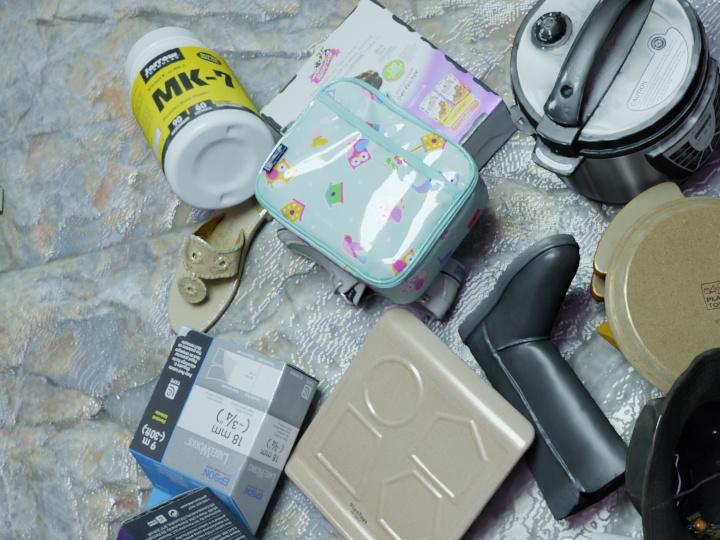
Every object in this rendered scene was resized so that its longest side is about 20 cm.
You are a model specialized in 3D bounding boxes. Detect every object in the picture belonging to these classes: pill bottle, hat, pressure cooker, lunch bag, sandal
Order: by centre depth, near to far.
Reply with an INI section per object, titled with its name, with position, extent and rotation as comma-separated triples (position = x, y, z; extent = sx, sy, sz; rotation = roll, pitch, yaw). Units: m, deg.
[hat]
position = 0.266, 0.155, 0.979
extent = 0.081, 0.200, 0.201
rotation = 14, 77, 55
[pressure cooker]
position = 0.222, -0.164, 1.065
extent = 0.178, 0.200, 0.177
rotation = -17, 67, 15
[lunch bag]
position = 0.008, -0.081, 1.112
extent = 0.200, 0.077, 0.161
rotation = 37, 90, 25
[sandal]
position = -0.150, -0.034, 1.242
extent = 0.078, 0.070, 0.212
rotation = 31, 87, 27
[pill bottle]
position = -0.172, -0.163, 1.248
extent = 0.114, 0.114, 0.200
rotation = -39, 47, 6

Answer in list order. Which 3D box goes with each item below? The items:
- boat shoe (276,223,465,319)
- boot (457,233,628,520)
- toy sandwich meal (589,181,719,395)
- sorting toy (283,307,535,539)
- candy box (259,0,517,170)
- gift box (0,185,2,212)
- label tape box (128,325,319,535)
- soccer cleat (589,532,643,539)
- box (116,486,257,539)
[boat shoe]
position = 0.000, 0.000, 1.176
extent = 0.199, 0.071, 0.070
rotation = 18, 78, 19
[boot]
position = 0.178, 0.092, 1.044
extent = 0.165, 0.065, 0.200
rotation = -56, 49, 45
[toy sandwich meal]
position = 0.293, 0.026, 1.048
extent = 0.204, 0.070, 0.206
rotation = 1, 76, -2
[sorting toy]
position = 0.042, 0.164, 1.104
extent = 0.185, 0.036, 0.200
rotation = 43, 107, 27
[candy box]
position = 0.026, -0.151, 1.209
extent = 0.168, 0.072, 0.200
rotation = -48, 64, 2
[gift box]
position = -0.528, -0.043, 1.331
extent = 0.199, 0.185, 0.188
rotation = -5, 73, 13
[label tape box]
position = -0.145, 0.170, 1.167
extent = 0.144, 0.063, 0.201
rotation = 16, 79, 36
[soccer cleat]
position = 0.191, 0.314, 1.007
extent = 0.086, 0.070, 0.200
rotation = 21, 80, 43
[box]
position = -0.132, 0.320, 1.069
extent = 0.200, 0.104, 0.148
rotation = 39, 125, 28
